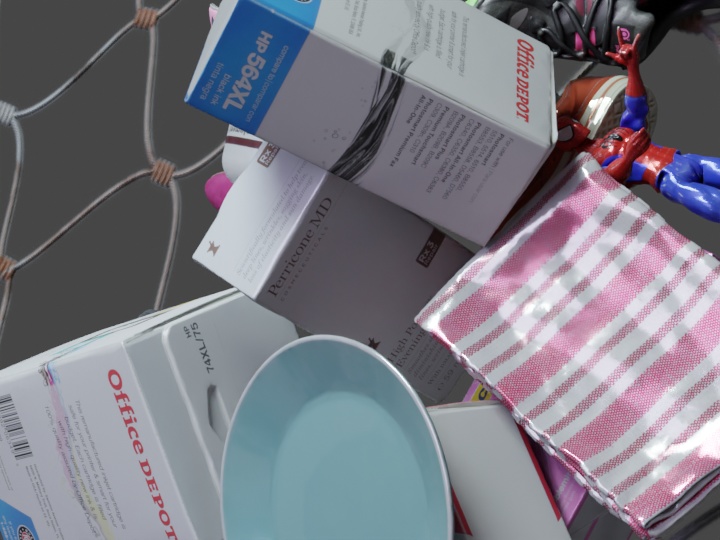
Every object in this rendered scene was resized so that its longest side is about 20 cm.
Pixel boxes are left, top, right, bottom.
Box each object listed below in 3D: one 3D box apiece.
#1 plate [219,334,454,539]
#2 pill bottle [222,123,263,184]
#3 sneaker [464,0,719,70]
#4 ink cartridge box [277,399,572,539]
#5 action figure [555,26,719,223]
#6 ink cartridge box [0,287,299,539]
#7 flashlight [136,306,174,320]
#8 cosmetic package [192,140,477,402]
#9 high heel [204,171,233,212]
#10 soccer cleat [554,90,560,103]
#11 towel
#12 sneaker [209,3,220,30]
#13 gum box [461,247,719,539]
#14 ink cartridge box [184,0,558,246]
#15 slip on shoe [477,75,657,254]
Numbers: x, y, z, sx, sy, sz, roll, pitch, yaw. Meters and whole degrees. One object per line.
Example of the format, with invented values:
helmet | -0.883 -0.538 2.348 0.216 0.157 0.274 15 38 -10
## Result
plate | -0.011 0.136 1.013 0.200 0.026 0.201 0 90 49
pill bottle | -0.028 -0.107 1.204 0.113 0.113 0.200 13 91 44
sneaker | 0.147 -0.167 1.150 0.200 0.077 0.084 -25 54 2
ink cartridge box | 0.028 0.186 1.054 0.200 0.084 0.145 -41 62 40
action figure | 0.194 -0.071 1.050 0.200 0.099 0.065 21 55 32
ink cartridge box | -0.143 0.110 1.200 0.200 0.146 0.147 -16 95 43
flashlight | -0.084 0.079 1.279 0.200 0.068 0.068 19 72 40
cosmetic package | 0.000 0.000 1.144 0.074 0.200 0.102 32 91 44
high heel | -0.057 -0.005 1.294 0.200 0.067 0.096 25 77 32
soccer cleat | 0.066 -0.140 1.253 0.200 0.069 0.078 16 62 41
towel | 0.143 0.038 1.009 0.146 0.030 0.200 -45 63 -3
sneaker | -0.025 -0.213 1.319 0.200 0.082 0.070 -43 39 -16
gum box | 0.144 0.060 1.083 0.113 0.066 0.200 28 89 44
ink cartridge box | 0.011 -0.118 1.071 0.084 0.200 0.146 -58 11 29
slip on shoe | 0.118 -0.040 1.156 0.061 0.074 0.200 23 80 50
